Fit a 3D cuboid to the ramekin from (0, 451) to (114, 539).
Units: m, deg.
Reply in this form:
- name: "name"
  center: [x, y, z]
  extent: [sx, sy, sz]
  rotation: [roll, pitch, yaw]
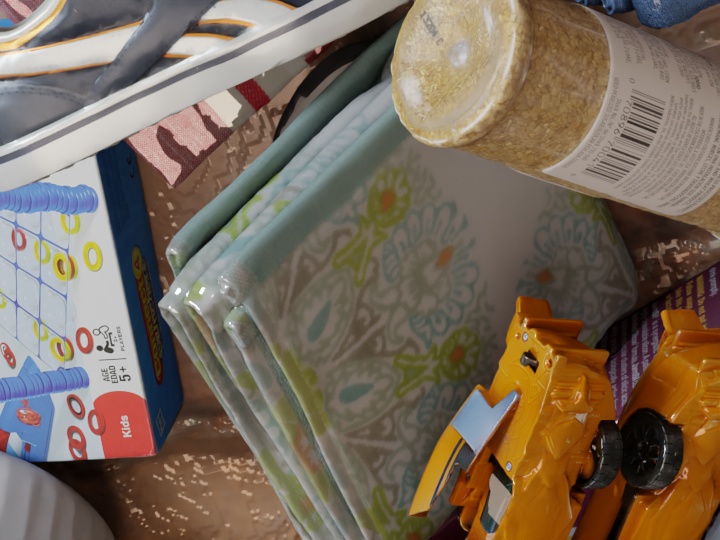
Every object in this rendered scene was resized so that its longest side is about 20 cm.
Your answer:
- name: "ramekin"
  center: [-0.207, 0.163, 0.830]
  extent: [0.200, 0.098, 0.201]
  rotation: [3, 140, 2]

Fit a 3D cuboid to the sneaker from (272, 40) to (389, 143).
- name: "sneaker"
  center: [0.000, 0.000, 0.757]
  extent: [0.072, 0.083, 0.200]
  rotation: [-6, 129, -31]

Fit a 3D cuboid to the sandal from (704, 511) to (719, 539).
- name: "sandal"
  center: [0.142, 0.151, 0.693]
  extent: [0.043, 0.076, 0.200]
  rotation: [37, 115, 34]

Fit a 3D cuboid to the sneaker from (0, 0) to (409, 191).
- name: "sneaker"
  center: [-0.063, -0.105, 0.667]
  extent: [0.200, 0.078, 0.079]
  rotation: [-25, 101, -3]

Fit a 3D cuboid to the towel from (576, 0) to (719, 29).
- name: "towel"
  center: [0.115, -0.201, 0.661]
  extent: [0.112, 0.049, 0.200]
  rotation: [-25, 113, -19]

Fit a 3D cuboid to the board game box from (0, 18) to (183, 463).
- name: "board game box"
  center: [-0.196, -0.008, 0.806]
  extent: [0.196, 0.056, 0.200]
  rotation: [-5, 113, 10]

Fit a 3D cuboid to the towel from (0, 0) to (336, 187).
- name: "towel"
  center: [-0.052, -0.150, 0.710]
  extent: [0.200, 0.023, 0.144]
  rotation: [-42, 103, 3]

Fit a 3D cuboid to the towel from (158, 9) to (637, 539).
- name: "towel"
  center: [0.022, 0.004, 0.706]
  extent: [0.048, 0.200, 0.171]
  rotation: [17, 143, 45]

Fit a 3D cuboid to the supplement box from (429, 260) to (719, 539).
- name: "supplement box"
  center: [0.130, 0.101, 0.782]
  extent: [0.200, 0.103, 0.131]
  rotation: [-33, 104, 20]

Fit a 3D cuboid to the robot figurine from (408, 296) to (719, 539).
- name: "robot figurine"
  center: [0.074, 0.108, 0.690]
  extent: [0.145, 0.058, 0.200]
  rotation: [6, 119, -28]

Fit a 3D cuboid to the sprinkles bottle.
- name: "sprinkles bottle"
  center: [0.106, -0.058, 0.678]
  extent: [0.200, 0.068, 0.068]
  rotation: [15, 122, -38]
